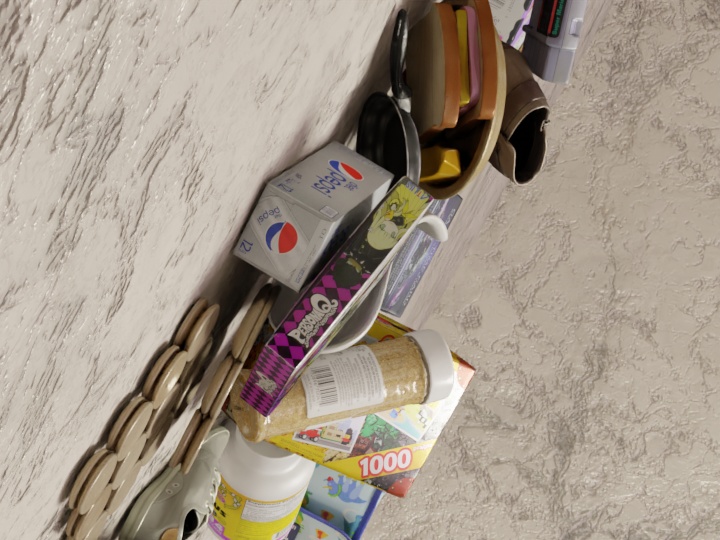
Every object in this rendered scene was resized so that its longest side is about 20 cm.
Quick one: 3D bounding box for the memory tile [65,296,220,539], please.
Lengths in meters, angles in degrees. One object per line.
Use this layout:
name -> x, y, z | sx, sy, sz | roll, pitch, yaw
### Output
memory tile -> -0.169, 0.123, 1.387 | 0.200, 0.017, 0.153 | -57, 173, -31

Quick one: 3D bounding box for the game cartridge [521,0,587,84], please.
game cartridge -> 0.184, -0.274, 1.636 | 0.130, 0.038, 0.200 | -94, -165, -78

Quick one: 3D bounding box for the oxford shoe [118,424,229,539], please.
oxford shoe -> -0.158, 0.205, 1.659 | 0.075, 0.058, 0.200 | -67, 173, 26

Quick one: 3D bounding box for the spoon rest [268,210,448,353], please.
spoon rest -> 0.000, 0.000, 1.628 | 0.200, 0.099, 0.061 | -41, 151, -28

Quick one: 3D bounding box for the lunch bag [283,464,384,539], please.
lunch bag -> -0.059, 0.235, 2.033 | 0.200, 0.170, 0.127 | -63, 175, 18

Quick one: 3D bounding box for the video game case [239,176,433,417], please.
video game case -> -0.023, 0.025, 1.483 | 0.181, 0.036, 0.200 | -50, 177, -19

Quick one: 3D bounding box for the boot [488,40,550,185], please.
boot -> 0.117, -0.132, 1.698 | 0.070, 0.146, 0.200 | -22, 143, -20

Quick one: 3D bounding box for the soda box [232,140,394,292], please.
soda box -> -0.035, -0.047, 1.478 | 0.068, 0.063, 0.200 | -62, 173, 18

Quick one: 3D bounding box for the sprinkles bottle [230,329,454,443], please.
sprinkles bottle -> -0.016, 0.103, 1.646 | 0.200, 0.068, 0.068 | -11, 147, -24

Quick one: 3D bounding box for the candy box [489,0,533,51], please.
candy box -> 0.142, -0.262, 1.884 | 0.168, 0.071, 0.200 | -52, 168, -55

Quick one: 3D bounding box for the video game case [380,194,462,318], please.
video game case -> 0.047, -0.026, 1.793 | 0.143, 0.019, 0.200 | -62, 167, 0

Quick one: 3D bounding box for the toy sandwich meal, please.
toy sandwich meal -> 0.065, -0.157, 1.618 | 0.205, 0.070, 0.206 | -176, -90, -66

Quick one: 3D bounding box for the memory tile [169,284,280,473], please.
memory tile -> -0.110, 0.085, 1.491 | 0.153, 0.017, 0.200 | -63, -178, 4

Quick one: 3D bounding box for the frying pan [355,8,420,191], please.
frying pan -> 0.025, -0.136, 1.583 | 0.115, 0.031, 0.190 | -152, -119, -64

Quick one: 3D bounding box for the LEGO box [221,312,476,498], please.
LEGO box -> -0.013, 0.111, 1.738 | 0.149, 0.200, 0.077 | -61, -147, 4

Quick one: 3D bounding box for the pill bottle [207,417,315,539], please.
pill bottle -> -0.103, 0.205, 1.868 | 0.104, 0.104, 0.200 | -56, 172, -33
